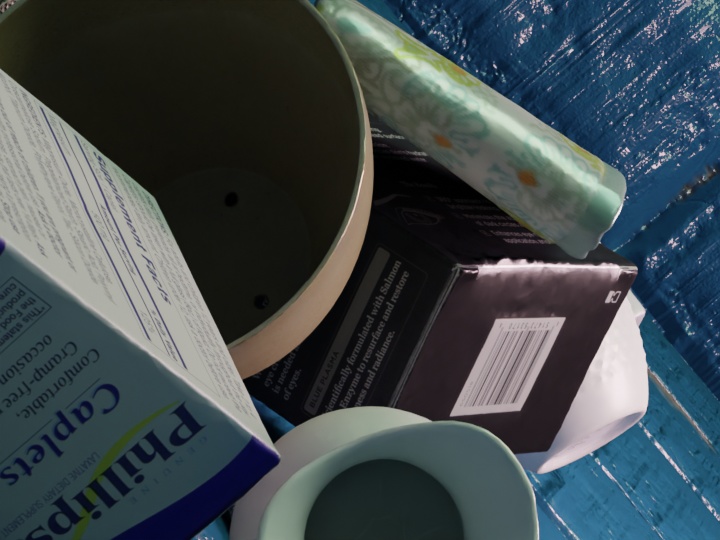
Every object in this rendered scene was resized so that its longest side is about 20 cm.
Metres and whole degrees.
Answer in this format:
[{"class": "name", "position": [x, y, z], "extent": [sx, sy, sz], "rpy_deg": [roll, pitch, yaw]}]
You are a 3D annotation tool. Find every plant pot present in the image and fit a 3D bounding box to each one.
[{"class": "plant pot", "position": [-0.081, -0.026, 1.319], "extent": [0.201, 0.200, 0.135], "rpy_deg": [54, -2, 24]}]

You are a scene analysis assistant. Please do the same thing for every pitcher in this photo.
[{"class": "pitcher", "position": [-0.019, 0.119, 1.213], "extent": [0.200, 0.171, 0.122], "rpy_deg": [113, -34, -82]}]

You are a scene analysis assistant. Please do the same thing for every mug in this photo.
[{"class": "mug", "position": [0.100, 0.048, 1.995], "extent": [0.199, 0.148, 0.176], "rpy_deg": [-15, 71, -48]}]

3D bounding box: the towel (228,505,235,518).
[{"class": "towel", "position": [0.002, 0.173, 1.378], "extent": [0.145, 0.024, 0.200], "rpy_deg": [40, 14, -41]}]

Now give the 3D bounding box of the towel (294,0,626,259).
[{"class": "towel", "position": [0.043, -0.073, 1.416], "extent": [0.171, 0.048, 0.200], "rpy_deg": [32, 3, -4]}]

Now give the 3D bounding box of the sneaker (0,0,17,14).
[{"class": "sneaker", "position": [-0.137, -0.090, 1.597], "extent": [0.200, 0.078, 0.085], "rpy_deg": [45, 11, -29]}]

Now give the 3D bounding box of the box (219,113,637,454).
[{"class": "box", "position": [0.000, 0.000, 1.478], "extent": [0.200, 0.118, 0.196], "rpy_deg": [33, 16, 27]}]

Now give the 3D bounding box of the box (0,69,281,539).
[{"class": "box", "position": [-0.151, 0.003, 1.107], "extent": [0.200, 0.105, 0.184], "rpy_deg": [40, 13, -39]}]

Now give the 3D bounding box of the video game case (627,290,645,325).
[{"class": "video game case", "position": [0.120, 0.013, 2.156], "extent": [0.200, 0.022, 0.183], "rpy_deg": [53, -34, 24]}]
